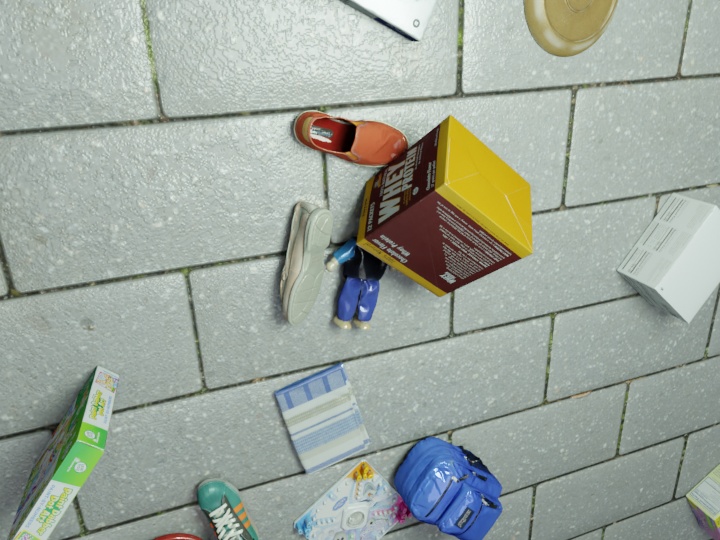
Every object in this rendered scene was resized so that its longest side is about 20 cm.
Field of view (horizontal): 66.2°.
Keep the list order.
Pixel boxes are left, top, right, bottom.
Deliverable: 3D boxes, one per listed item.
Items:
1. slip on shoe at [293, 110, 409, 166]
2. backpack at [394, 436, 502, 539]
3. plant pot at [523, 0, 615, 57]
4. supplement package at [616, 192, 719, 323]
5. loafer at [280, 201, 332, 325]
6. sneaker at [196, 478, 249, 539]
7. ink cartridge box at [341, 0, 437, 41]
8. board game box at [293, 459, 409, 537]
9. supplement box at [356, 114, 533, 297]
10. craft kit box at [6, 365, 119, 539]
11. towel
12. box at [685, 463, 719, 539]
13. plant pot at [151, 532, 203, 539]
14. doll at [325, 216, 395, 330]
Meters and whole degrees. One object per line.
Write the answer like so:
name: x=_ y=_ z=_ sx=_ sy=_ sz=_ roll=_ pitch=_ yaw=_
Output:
slip on shoe: x=-0.008 y=-0.205 z=0.869 sx=0.194 sy=0.061 sz=0.077 roll=8 pitch=106 yaw=-24
backpack: x=0.182 y=0.446 z=1.128 sx=0.198 sy=0.167 sz=0.165 roll=35 pitch=89 yaw=-24
plant pot: x=0.365 y=-0.470 z=0.930 sx=0.193 sy=0.028 sz=0.207 roll=-8 pitch=113 yaw=-18
supplement package: x=0.678 y=-0.026 z=1.168 sx=0.154 sy=0.111 sz=0.203 roll=32 pitch=97 yaw=-27
loafer: x=-0.098 y=-0.013 z=0.916 sx=0.071 sy=0.062 sz=0.206 roll=-9 pitch=120 yaw=-53
sneaker: x=-0.238 y=0.475 z=1.024 sx=0.070 sy=0.080 sz=0.204 roll=-29 pitch=117 yaw=-7
ink cartridge box: x=0.045 y=-0.475 z=0.798 sx=0.194 sy=0.041 sz=0.206 roll=16 pitch=103 yaw=-25
board game box: x=-0.010 y=0.523 z=1.161 sx=0.199 sy=0.026 sz=0.201 roll=-41 pitch=118 yaw=-3
supplement box: x=0.132 y=-0.089 z=0.869 sx=0.194 sy=0.136 sz=0.198 roll=30 pitch=142 yaw=-27
craft kit box: x=-0.433 y=0.276 z=0.811 sx=0.048 sy=0.198 sz=0.203 roll=32 pitch=96 yaw=-28
towel: x=-0.069 y=0.284 z=1.051 sx=0.143 sy=0.024 sz=0.206 roll=-22 pitch=114 yaw=-9
box: x=1.059 y=0.656 z=1.576 sx=0.198 sy=0.097 sz=0.177 roll=-39 pitch=118 yaw=-2
plant pot: x=-0.334 y=0.590 z=0.974 sx=0.193 sy=0.183 sz=0.207 roll=-7 pitch=113 yaw=-17
doll: x=0.000 y=0.000 z=0.956 sx=0.132 sy=0.048 sz=0.207 roll=5 pitch=108 yaw=-23
